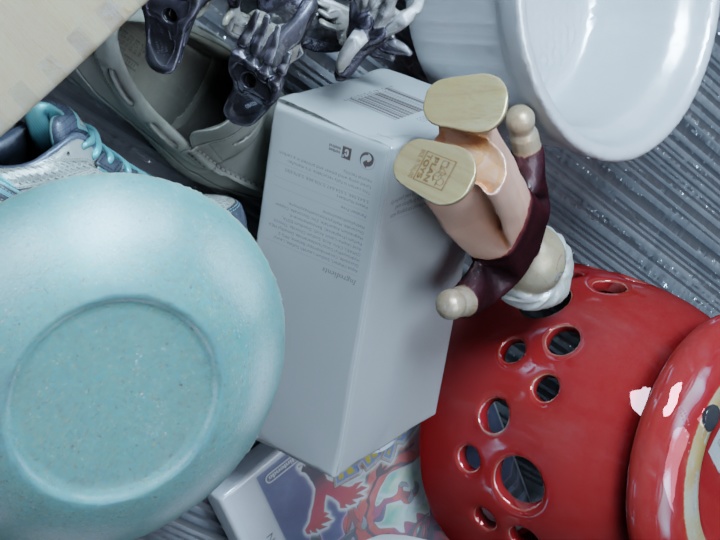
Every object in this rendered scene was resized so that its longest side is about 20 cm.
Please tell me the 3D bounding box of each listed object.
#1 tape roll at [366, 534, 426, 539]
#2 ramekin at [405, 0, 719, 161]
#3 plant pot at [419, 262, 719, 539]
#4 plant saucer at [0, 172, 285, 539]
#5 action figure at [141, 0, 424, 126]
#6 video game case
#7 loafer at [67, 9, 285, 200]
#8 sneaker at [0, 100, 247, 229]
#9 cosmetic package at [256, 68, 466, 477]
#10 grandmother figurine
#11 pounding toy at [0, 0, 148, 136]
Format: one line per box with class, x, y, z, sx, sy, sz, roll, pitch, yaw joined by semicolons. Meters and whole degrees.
tape roll;0.016;0.262;1.071;0.203;0.037;0.204;3;90;-68
ramekin;0.115;-0.166;1.028;0.200;0.097;0.202;-9;103;-46
plant pot;0.163;0.105;1.109;0.200;0.182;0.202;-15;111;-44
plant saucer;-0.122;0.054;0.845;0.200;0.039;0.202;-10;115;-22
action figure;-0.028;-0.145;0.897;0.102;0.119;0.200;-55;177;29
video game case;0.013;0.147;1.130;0.200;0.023;0.183;-37;125;-23
loafer;-0.082;-0.086;0.937;0.200;0.070;0.070;28;84;-45
sneaker;-0.140;-0.040;0.908;0.199;0.077;0.087;-1;103;-38
cosmetic package;0.000;0.000;0.993;0.113;0.081;0.201;-23;131;-53
grandmother figurine;0.074;-0.026;0.957;0.122;0.060;0.200;-57;153;-6
pounding toy;-0.172;-0.171;0.783;0.142;0.184;0.200;-43;128;-3
